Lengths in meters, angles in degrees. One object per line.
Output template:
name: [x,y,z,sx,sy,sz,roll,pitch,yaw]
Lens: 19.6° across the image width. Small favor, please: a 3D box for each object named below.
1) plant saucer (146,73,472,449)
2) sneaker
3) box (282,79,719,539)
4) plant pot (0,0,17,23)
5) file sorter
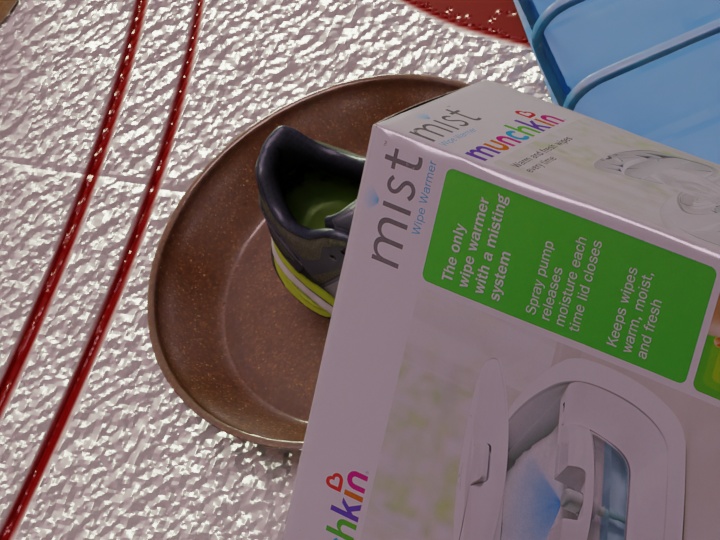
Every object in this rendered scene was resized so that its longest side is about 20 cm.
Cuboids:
plant saucer: [0.000,0.000,0.949,0.200,0.037,0.201,-12,54,17]
sneaker: [0.024,0.003,0.861,0.200,0.081,0.074,27,72,36]
box: [0.079,0.056,0.751,0.176,0.200,0.097,23,25,22]
plant pot: [-0.278,-0.178,1.205,0.200,0.027,0.200,-12,53,17]
file sorter: [0.135,-0.131,0.923,0.139,0.123,0.200,-23,52,9]
